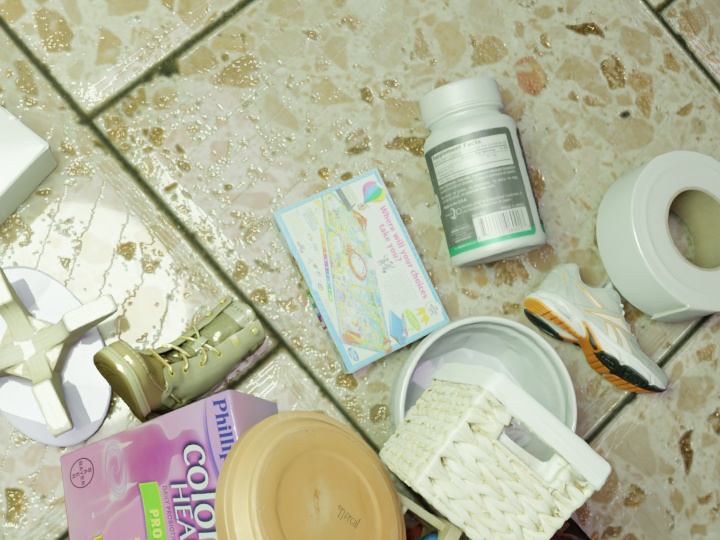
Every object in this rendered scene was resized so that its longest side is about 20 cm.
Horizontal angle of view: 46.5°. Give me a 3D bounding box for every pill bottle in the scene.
[{"bbox_3d":[0.137,-0.112,0.971,0.113,0.113,0.200,-12,84,-14],"label":"pill bottle"}]

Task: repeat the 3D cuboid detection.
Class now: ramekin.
[{"bbox_3d":[0.125,0.154,0.931,0.200,0.105,0.200,2,81,-12],"label":"ramekin"}]

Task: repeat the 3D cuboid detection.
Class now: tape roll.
[{"bbox_3d":[0.390,-0.040,1.018,0.202,0.071,0.203,6,74,-21],"label":"tape roll"}]

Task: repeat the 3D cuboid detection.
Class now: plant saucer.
[{"bbox_3d":[-0.035,0.218,0.740,0.200,0.032,0.200,25,48,-31],"label":"plant saucer"}]

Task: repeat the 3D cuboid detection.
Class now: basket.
[{"bbox_3d":[0.111,0.174,0.773,0.136,0.200,0.123,41,82,-3],"label":"basket"}]

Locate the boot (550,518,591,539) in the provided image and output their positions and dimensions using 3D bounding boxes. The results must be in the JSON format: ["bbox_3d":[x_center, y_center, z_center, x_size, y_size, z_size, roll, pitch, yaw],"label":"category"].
[{"bbox_3d":[0.165,0.350,0.930,0.200,0.064,0.186,-46,126,2],"label":"boot"}]

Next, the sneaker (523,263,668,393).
[{"bbox_3d":[0.297,0.065,1.000,0.200,0.076,0.092,38,71,-5],"label":"sneaker"}]

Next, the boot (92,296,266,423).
[{"bbox_3d":[-0.172,0.081,0.834,0.155,0.200,0.073,-40,71,-16],"label":"boot"}]

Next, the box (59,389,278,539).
[{"bbox_3d":[-0.167,0.233,0.794,0.200,0.097,0.176,-22,66,15],"label":"box"}]

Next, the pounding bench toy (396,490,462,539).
[{"bbox_3d":[-0.012,0.315,0.866,0.156,0.124,0.200,35,76,-5],"label":"pounding bench toy"}]

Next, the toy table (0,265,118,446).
[{"bbox_3d":[-0.326,0.081,0.840,0.184,0.117,0.200,-38,90,-15],"label":"toy table"}]

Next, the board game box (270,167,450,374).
[{"bbox_3d":[0.000,0.000,0.964,0.134,0.034,0.200,-24,87,-14],"label":"board game box"}]

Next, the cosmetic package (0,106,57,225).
[{"bbox_3d":[-0.422,-0.079,0.860,0.108,0.085,0.200,41,75,-4],"label":"cosmetic package"}]
